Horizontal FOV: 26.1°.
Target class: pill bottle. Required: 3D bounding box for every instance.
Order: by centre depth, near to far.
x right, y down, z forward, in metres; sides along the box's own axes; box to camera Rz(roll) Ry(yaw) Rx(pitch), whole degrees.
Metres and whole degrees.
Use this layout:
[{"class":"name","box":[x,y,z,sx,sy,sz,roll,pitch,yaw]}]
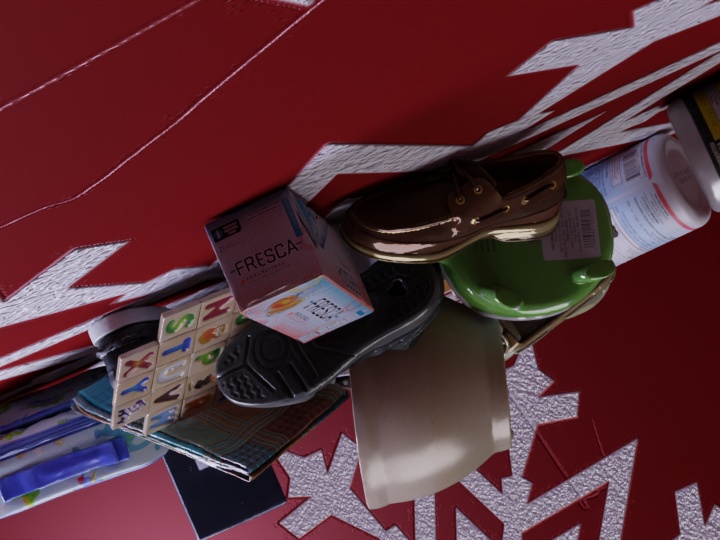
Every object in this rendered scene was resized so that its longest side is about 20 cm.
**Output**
[{"class":"pill bottle","box":[0.388,-0.141,1.396,0.200,0.113,0.112,-25,174,12]},{"class":"pill bottle","box":[0.266,-0.059,1.671,0.200,0.109,0.109,-27,173,31]}]

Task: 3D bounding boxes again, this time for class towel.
[{"class":"towel","box":[-0.130,0.109,1.347,0.200,0.022,0.147,17,-144,31]}]

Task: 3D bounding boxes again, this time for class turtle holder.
[{"class":"turtle holder","box":[0.122,-0.013,1.338,0.185,0.141,0.132,-34,176,-10]}]

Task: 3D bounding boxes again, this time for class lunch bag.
[{"class":"lunch bag","box":[-0.278,0.157,1.426,0.200,0.083,0.161,-20,-167,-7]}]

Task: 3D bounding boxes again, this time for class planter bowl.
[{"class":"planter bowl","box":[0.064,0.105,1.378,0.135,0.201,0.200,-6,175,2]}]

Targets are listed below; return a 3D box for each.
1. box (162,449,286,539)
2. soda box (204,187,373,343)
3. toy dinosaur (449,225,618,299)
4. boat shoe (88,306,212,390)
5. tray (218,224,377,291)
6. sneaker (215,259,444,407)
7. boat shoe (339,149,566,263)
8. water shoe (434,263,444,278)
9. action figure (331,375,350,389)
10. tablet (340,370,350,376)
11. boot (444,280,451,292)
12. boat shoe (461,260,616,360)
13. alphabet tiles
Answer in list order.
[{"class":"box","box":[-0.167,0.184,1.701,0.104,0.200,0.182,-23,175,-8]},{"class":"soda box","box":[-0.045,0.001,1.101,0.064,0.068,0.200,-25,169,5]},{"class":"toy dinosaur","box":[0.133,-0.037,1.495,0.200,0.086,0.136,-16,171,-28]},{"class":"boat shoe","box":[-0.139,0.066,1.298,0.200,0.060,0.076,-5,160,-45]},{"class":"tray","box":[-0.050,-0.001,1.301,0.107,0.022,0.200,-2,162,-36]},{"class":"sneaker","box":[-0.017,0.054,1.258,0.199,0.076,0.114,-32,166,8]},{"class":"boat shoe","box":[0.075,-0.057,1.206,0.200,0.072,0.068,-11,135,-29]},{"class":"water shoe","box":[0.000,0.000,1.457,0.200,0.072,0.079,-30,149,29]},{"class":"action figure","box":[-0.067,0.106,1.658,0.200,0.119,0.102,-3,-164,-38]},{"class":"tablet","box":[-0.118,0.089,1.495,0.200,0.014,0.130,4,-176,39]},{"class":"boot","box":[0.069,0.003,1.660,0.155,0.074,0.200,-23,-174,8]},{"class":"boat shoe","box":[0.159,0.040,1.529,0.200,0.073,0.063,-23,169,-13]},{"class":"alphabet tiles","box":[-0.110,0.063,1.253,0.200,0.006,0.167,-22,150,-29]}]
